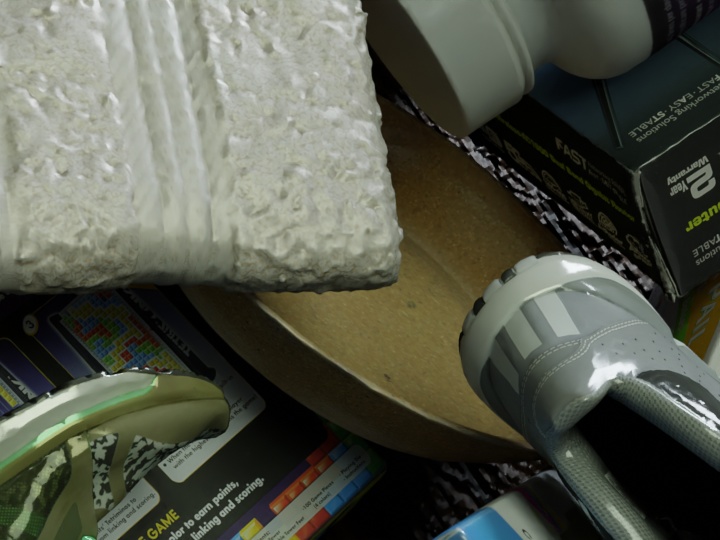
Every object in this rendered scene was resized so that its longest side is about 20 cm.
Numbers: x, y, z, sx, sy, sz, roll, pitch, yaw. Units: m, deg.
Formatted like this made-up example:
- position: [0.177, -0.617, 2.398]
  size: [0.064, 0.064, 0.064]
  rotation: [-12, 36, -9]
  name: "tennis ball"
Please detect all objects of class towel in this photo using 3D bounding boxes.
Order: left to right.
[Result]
- position: [-0.061, -0.083, 0.922]
  size: [0.132, 0.034, 0.201]
  rotation: [0, 62, -20]
  name: "towel"

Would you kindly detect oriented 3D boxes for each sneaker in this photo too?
- position: [-0.110, 0.096, 0.850]
  size: [0.200, 0.077, 0.089]
  rotation: [-30, 91, -32]
  name: "sneaker"
- position: [0.117, 0.082, 0.896]
  size: [0.200, 0.075, 0.116]
  rotation: [33, 13, -23]
  name: "sneaker"

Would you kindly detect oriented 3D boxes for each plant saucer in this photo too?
- position: [0.000, 0.000, 0.995]
  size: [0.200, 0.035, 0.200]
  rotation: [29, 26, -16]
  name: "plant saucer"

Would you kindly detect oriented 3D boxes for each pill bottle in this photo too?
- position: [0.090, -0.135, 1.000]
  size: [0.200, 0.111, 0.112]
  rotation: [-36, 81, -8]
  name: "pill bottle"

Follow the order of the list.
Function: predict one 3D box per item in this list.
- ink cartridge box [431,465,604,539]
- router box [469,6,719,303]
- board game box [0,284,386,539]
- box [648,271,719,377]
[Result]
- position: [0.063, 0.141, 0.903]
  size: [0.145, 0.085, 0.200]
  rotation: [52, 12, 6]
  name: "ink cartridge box"
- position: [0.141, -0.093, 1.070]
  size: [0.200, 0.062, 0.150]
  rotation: [-34, 39, -12]
  name: "router box"
- position: [-0.115, 0.068, 0.935]
  size: [0.165, 0.057, 0.200]
  rotation: [46, 51, 6]
  name: "board game box"
- position: [0.161, 0.039, 1.073]
  size: [0.112, 0.101, 0.200]
  rotation: [34, 51, -7]
  name: "box"
